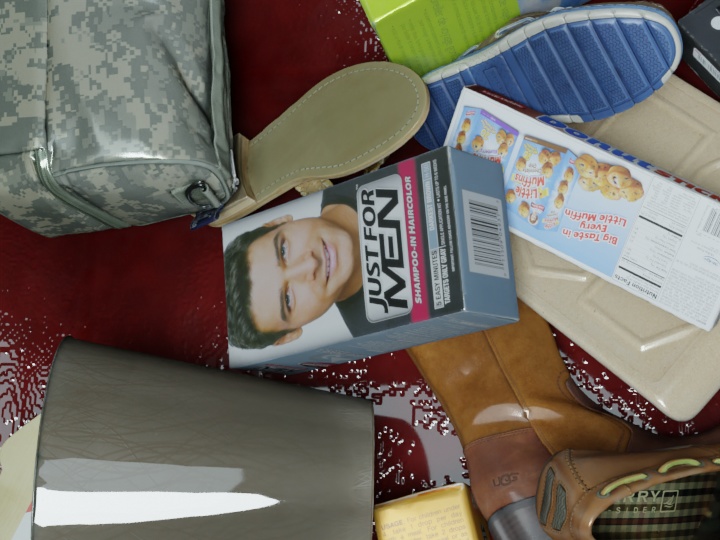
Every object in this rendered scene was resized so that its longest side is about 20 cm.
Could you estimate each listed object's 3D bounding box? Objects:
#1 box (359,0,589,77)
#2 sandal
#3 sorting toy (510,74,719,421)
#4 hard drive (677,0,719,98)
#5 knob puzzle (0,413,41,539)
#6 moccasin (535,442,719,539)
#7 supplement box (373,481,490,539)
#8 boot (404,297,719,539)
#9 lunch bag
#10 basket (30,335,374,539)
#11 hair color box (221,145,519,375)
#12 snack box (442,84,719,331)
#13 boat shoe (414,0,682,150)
[{"bbox_3d":[0.100,-0.200,0.813,0.198,0.122,0.048,-26,71,6],"label":"box"},{"bbox_3d":[-0.024,-0.077,0.850,0.209,0.069,0.079,-20,60,31],"label":"sandal"},{"bbox_3d":[0.185,-0.030,0.783,0.199,0.037,0.185,40,81,25],"label":"sorting toy"},{"bbox_3d":[0.318,-0.155,0.773,0.199,0.038,0.140,-35,64,-7],"label":"hard drive"},{"bbox_3d":[-0.157,0.163,0.838,0.215,0.031,0.224,-1,74,2],"label":"knob puzzle"},{"bbox_3d":[0.196,0.129,0.665,0.198,0.078,0.075,10,98,-22],"label":"moccasin"},{"bbox_3d":[0.064,0.237,0.754,0.068,0.067,0.203,-18,75,8],"label":"supplement box"},{"bbox_3d":[0.135,0.074,0.783,0.186,0.069,0.202,-21,57,-5],"label":"boot"},{"bbox_3d":[-0.168,-0.129,0.847,0.165,0.139,0.204,-9,71,17],"label":"lunch bag"},{"bbox_3d":[-0.091,0.133,0.765,0.196,0.136,0.184,1,74,-2],"label":"basket"},{"bbox_3d":[0.000,0.000,0.779,0.198,0.060,0.101,-17,72,40],"label":"hair color box"},{"bbox_3d":[0.138,-0.041,0.744,0.198,0.024,0.073,29,115,23],"label":"snack box"},{"bbox_3d":[0.117,-0.137,0.788,0.198,0.073,0.073,-10,31,39],"label":"boat shoe"}]
